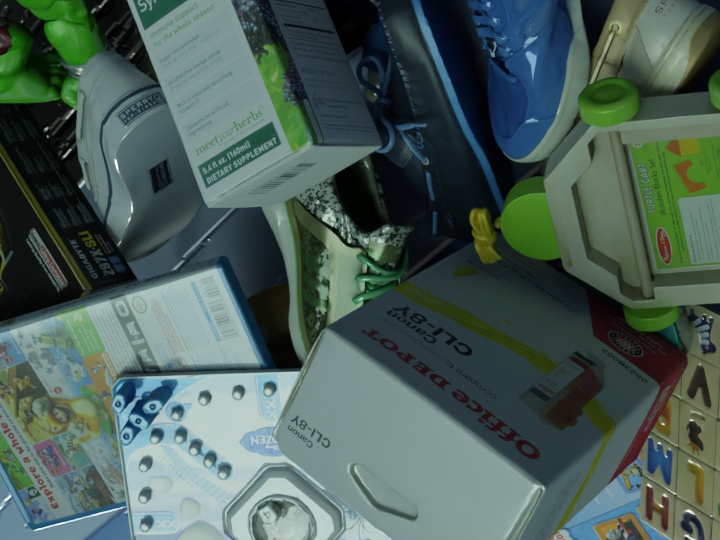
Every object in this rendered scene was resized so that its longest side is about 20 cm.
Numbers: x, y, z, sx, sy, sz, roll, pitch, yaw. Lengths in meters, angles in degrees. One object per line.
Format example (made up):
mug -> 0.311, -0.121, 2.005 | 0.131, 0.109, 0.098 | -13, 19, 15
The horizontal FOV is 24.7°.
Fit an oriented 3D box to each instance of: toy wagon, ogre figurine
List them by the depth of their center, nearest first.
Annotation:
toy wagon -> 0.158, -0.036, 0.892 | 0.200, 0.040, 0.155 | -4, 128, 19
ogre figurine -> -0.242, -0.169, 1.021 | 0.200, 0.098, 0.120 | 33, 142, 10

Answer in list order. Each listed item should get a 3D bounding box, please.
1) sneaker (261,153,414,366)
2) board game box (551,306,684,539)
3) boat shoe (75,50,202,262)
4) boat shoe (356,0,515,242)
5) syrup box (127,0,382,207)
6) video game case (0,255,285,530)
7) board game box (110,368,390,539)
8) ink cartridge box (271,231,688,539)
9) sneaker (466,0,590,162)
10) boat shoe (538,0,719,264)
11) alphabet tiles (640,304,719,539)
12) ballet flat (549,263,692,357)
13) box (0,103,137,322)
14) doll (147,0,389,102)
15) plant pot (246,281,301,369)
sneaker -> 0.000, 0.000, 1.003 | 0.089, 0.077, 0.200 | -20, 89, 52
board game box -> 0.164, 0.119, 1.081 | 0.200, 0.037, 0.151 | -29, 110, 28
boat shoe -> -0.144, -0.074, 1.051 | 0.065, 0.074, 0.200 | 51, 157, 17
boat shoe -> 0.038, -0.080, 0.949 | 0.069, 0.084, 0.200 | -10, 131, 15
syrup box -> -0.071, -0.142, 0.913 | 0.079, 0.081, 0.200 | -27, 80, 29
video game case -> -0.149, 0.081, 1.034 | 0.200, 0.018, 0.143 | -16, 112, 15
board game box -> -0.049, 0.159, 1.017 | 0.200, 0.026, 0.200 | -2, 107, 8
ink cartridge box -> 0.071, 0.071, 0.902 | 0.145, 0.200, 0.083 | 35, 122, 18
sneaker -> 0.064, -0.149, 0.866 | 0.077, 0.111, 0.200 | 43, 134, 49
boat shoe -> 0.135, -0.087, 0.939 | 0.069, 0.074, 0.200 | 40, 133, 11
alphabet tiles -> 0.220, 0.123, 0.963 | 0.166, 0.006, 0.200 | 31, 129, 53
ballet flat -> 0.117, 0.024, 1.021 | 0.200, 0.072, 0.072 | 4, 126, 32
box -> -0.251, -0.022, 1.104 | 0.160, 0.049, 0.200 | -46, 70, 38
doll -> -0.031, -0.151, 0.971 | 0.200, 0.048, 0.137 | -34, 100, 32
plant pot -> -0.034, 0.097, 1.090 | 0.200, 0.027, 0.200 | -12, 124, -18
